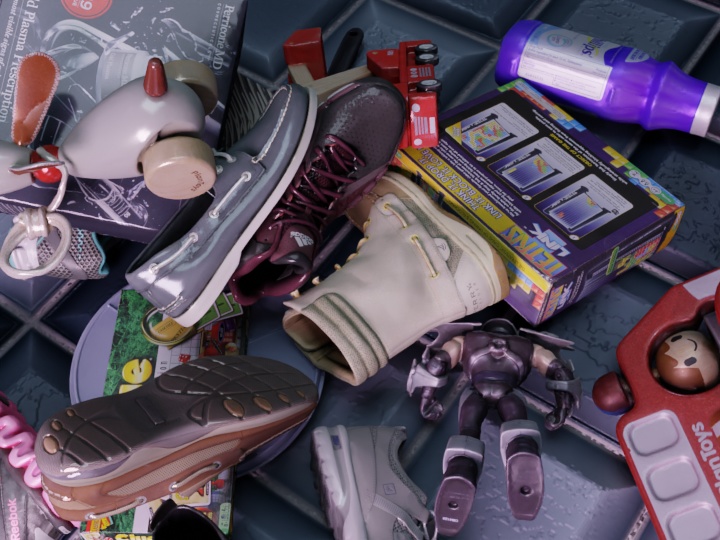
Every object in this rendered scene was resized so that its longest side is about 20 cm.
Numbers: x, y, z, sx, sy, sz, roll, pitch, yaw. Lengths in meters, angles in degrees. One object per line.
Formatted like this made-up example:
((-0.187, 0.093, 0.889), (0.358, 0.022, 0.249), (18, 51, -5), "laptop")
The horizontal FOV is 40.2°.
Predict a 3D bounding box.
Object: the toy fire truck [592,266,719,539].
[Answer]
((0.261, 0.095, 0.709), (0.168, 0.112, 0.200), (-24, 54, 10), "toy fire truck")

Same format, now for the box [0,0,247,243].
((-0.198, -0.131, 0.785), (0.182, 0.104, 0.200), (11, 83, -9), "box")

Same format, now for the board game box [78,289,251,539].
((-0.140, 0.102, 0.731), (0.105, 0.023, 0.200), (-1, 56, 2), "board game box")

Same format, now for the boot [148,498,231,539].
((-0.053, 0.232, 0.602), (0.200, 0.138, 0.077), (31, 62, 21), "boot")

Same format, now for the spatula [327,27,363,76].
((-0.038, -0.167, 0.953), (0.056, 0.021, 0.200), (12, 55, 18), "spatula")

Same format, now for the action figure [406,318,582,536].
((0.095, 0.097, 0.717), (0.130, 0.069, 0.200), (-3, 30, 13), "action figure")

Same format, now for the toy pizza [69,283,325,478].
((-0.127, 0.079, 0.778), (0.200, 0.032, 0.200), (0, 56, 0), "toy pizza")

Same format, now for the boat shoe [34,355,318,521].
((-0.121, 0.113, 0.670), (0.200, 0.072, 0.076), (-12, 37, -30), "boat shoe")

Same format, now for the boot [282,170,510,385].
((0.000, 0.000, 0.781), (0.155, 0.072, 0.200), (-32, 41, -17), "boot")

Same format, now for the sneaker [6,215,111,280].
((-0.233, -0.073, 0.875), (0.091, 0.078, 0.200), (12, 65, 4), "sneaker")

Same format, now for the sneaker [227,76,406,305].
((-0.030, -0.047, 0.732), (0.200, 0.076, 0.116), (-49, 22, 15), "sneaker")

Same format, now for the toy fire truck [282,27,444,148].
((-0.001, -0.161, 0.857), (0.141, 0.049, 0.200), (-4, 31, 4), "toy fire truck")

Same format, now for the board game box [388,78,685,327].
((0.141, -0.065, 0.833), (0.165, 0.057, 0.200), (-27, 57, -27), "board game box")

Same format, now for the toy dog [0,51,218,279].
((-0.188, -0.096, 0.666), (0.200, 0.096, 0.132), (-28, 60, -9), "toy dog")

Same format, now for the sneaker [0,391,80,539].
((-0.286, 0.141, 0.728), (0.095, 0.079, 0.200), (-45, 62, -11), "sneaker")

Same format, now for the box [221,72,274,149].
((-0.109, -0.125, 0.891), (0.200, 0.068, 0.082), (32, 76, 23), "box")

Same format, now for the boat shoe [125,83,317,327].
((-0.098, -0.059, 0.710), (0.062, 0.073, 0.200), (33, 80, -23), "boat shoe")

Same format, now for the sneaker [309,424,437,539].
((0.026, 0.188, 0.668), (0.082, 0.075, 0.200), (-11, 59, -13), "sneaker")

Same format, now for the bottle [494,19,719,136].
((0.228, -0.175, 0.910), (0.200, 0.065, 0.084), (21, 33, 18), "bottle")
